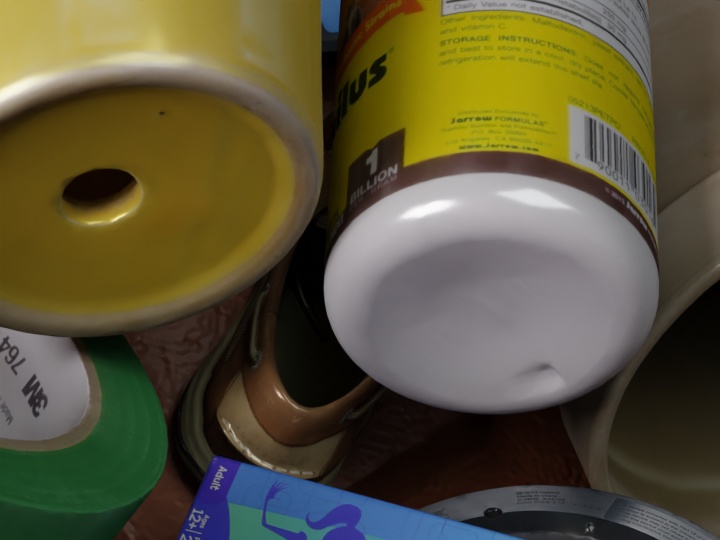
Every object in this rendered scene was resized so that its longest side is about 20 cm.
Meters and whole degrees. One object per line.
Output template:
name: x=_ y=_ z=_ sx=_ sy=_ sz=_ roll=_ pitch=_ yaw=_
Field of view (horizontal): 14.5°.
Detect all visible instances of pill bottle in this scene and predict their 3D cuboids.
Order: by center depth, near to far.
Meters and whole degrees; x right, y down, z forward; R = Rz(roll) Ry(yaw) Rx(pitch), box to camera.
pill bottle: x=0.045 y=-0.057 z=0.967 sx=0.109 sy=0.109 sz=0.200 roll=19 pitch=45 yaw=-17

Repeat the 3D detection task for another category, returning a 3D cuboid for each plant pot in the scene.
plant pot: x=-0.094 y=-0.090 z=0.909 sx=0.201 sy=0.201 sz=0.189 roll=6 pitch=49 yaw=-25
plant pot: x=0.144 y=-0.019 z=1.057 sx=0.200 sy=0.200 sz=0.174 roll=0 pitch=43 yaw=-29

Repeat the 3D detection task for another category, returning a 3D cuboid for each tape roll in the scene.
tape roll: x=-0.155 y=0.021 z=0.879 sx=0.200 sy=0.048 sz=0.200 roll=34 pitch=20 yaw=-14

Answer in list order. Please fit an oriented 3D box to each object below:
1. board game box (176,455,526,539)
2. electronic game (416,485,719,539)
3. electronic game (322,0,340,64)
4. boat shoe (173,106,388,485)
board game box: x=0.020 y=0.153 z=0.876 sx=0.200 sy=0.045 sz=0.152 roll=14 pitch=60 yaw=16
electronic game: x=0.056 y=0.159 z=0.920 sx=0.200 sy=0.042 sz=0.200 roll=-4 pitch=57 yaw=6
electronic game: x=-0.046 y=-0.167 z=1.120 sx=0.200 sy=0.042 sz=0.200 roll=14 pitch=54 yaw=-20
boat shoe: x=0.000 y=0.000 z=1.021 sx=0.076 sy=0.074 sz=0.200 roll=29 pitch=50 yaw=-9
